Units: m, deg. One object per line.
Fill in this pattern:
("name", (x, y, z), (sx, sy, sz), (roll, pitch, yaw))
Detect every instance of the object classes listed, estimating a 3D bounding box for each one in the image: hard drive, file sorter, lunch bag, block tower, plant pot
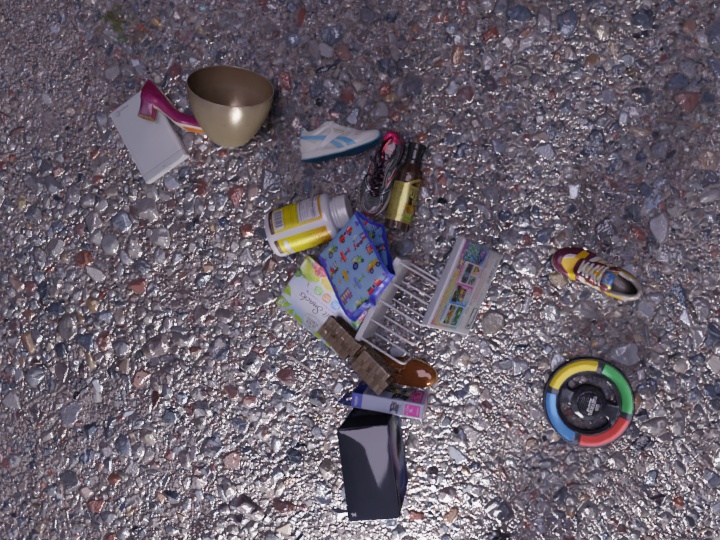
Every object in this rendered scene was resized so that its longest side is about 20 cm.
("hard drive", (-0.532, -0.341, 1.563), (0.131, 0.027, 0.202), (-30, 86, 10))
("file sorter", (0.099, 0.088, 1.394), (0.123, 0.139, 0.203), (29, 97, 13))
("lunch bag", (0.000, 0.000, 1.367), (0.151, 0.093, 0.202), (-47, 40, 27))
("block tower", (-0.007, 0.187, 1.404), (0.200, 0.058, 0.054), (44, 103, 11))
("plant pot", (-0.305, -0.371, 1.452), (0.197, 0.201, 0.136), (21, 131, 9))

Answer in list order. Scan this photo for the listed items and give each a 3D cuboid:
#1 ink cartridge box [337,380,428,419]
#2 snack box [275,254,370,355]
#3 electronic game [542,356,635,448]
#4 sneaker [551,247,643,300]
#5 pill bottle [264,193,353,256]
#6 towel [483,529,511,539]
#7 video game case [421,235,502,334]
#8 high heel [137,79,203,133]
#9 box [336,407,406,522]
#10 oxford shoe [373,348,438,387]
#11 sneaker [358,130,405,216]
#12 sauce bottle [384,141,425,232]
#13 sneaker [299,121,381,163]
("ink cartridge box", (0.054, 0.293, 1.425), (0.196, 0.119, 0.043), (6, 93, 11))
("snack box", (-0.083, 0.080, 1.478), (0.199, 0.053, 0.143), (38, 100, 7))
("electronic game", (0.505, 0.293, 1.378), (0.196, 0.042, 0.205), (0, 92, 11))
("sneaker", (0.513, 0.004, 1.340), (0.197, 0.090, 0.076), (22, 96, 9))
("pill bottle", (-0.117, -0.111, 1.449), (0.196, 0.109, 0.111), (-16, 89, 11))
("towel", (0.328, 0.720, 1.407), (0.200, 0.086, 0.166), (45, 98, 6))
("video game case", (0.226, 0.037, 1.360), (0.024, 0.181, 0.203), (28, 98, 39))
("high heel", (-0.443, -0.401, 1.522), (0.196, 0.067, 0.098), (13, 87, 3))
("box", (0.033, 0.424, 1.395), (0.121, 0.198, 0.204), (-8, 91, 11))
("oxford shoe", (0.084, 0.234, 1.444), (0.196, 0.071, 0.073), (12, 93, 9))
("sneaker", (0.043, -0.225, 1.431), (0.079, 0.075, 0.204), (18, 96, 10))
("sauce bottle", (0.106, -0.191, 1.425), (0.063, 0.065, 0.204), (15, 96, 10))
("sneaker", (-0.049, -0.309, 1.446), (0.196, 0.076, 0.083), (-9, 89, 9))
